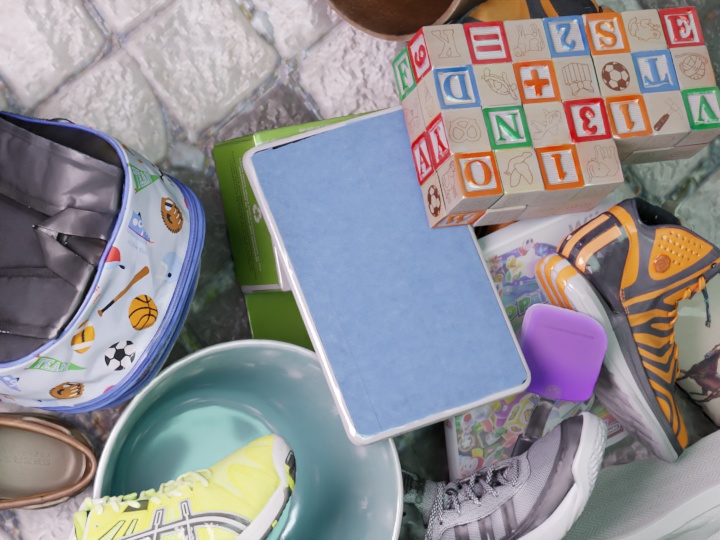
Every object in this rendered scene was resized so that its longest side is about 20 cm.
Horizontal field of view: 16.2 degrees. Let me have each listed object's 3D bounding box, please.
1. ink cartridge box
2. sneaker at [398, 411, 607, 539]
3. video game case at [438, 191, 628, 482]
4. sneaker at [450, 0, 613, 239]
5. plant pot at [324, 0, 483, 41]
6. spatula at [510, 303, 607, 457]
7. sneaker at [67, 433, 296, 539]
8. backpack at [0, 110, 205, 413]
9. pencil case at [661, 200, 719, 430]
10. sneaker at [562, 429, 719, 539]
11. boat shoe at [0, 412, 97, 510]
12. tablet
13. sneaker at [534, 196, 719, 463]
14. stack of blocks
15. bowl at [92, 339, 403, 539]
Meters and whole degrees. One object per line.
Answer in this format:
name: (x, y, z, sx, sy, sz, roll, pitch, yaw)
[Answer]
ink cartridge box: (0.000, 0.000, 1.657, 0.147, 0.076, 0.201, -12, 92, -25)
sneaker: (0.067, 0.149, 1.644, 0.114, 0.076, 0.200, 33, 118, -12)
video game case: (0.115, 0.055, 1.691, 0.143, 0.018, 0.201, -24, 126, -23)
sneaker: (0.089, -0.106, 1.703, 0.112, 0.078, 0.201, 24, 77, -12)
plant pot: (0.077, -0.266, 1.660, 0.199, 0.186, 0.188, -23, 98, -38)
spatula: (0.116, 0.103, 1.664, 0.056, 0.201, 0.021, 13, 43, 0)
sneaker: (-0.122, 0.156, 1.485, 0.200, 0.075, 0.077, -39, 103, -16)
backpack: (-0.184, 0.002, 1.510, 0.154, 0.190, 0.201, 25, 78, -38)
pencil case: (0.252, 0.049, 1.772, 0.089, 0.078, 0.200, -45, 107, -4)
sneaker: (0.217, 0.184, 1.753, 0.199, 0.074, 0.116, -19, 130, 1)
boat shoe: (-0.253, 0.113, 1.538, 0.199, 0.072, 0.076, -2, 89, -25)
tablet: (0.017, 0.000, 1.586, 0.129, 0.014, 0.201, -17, 79, -21)
sneaker: (0.200, 0.035, 1.678, 0.112, 0.078, 0.200, -39, 131, -11)
stack of blocks: (0.131, -0.099, 1.620, 0.199, 0.059, 0.116, -7, 74, -23)
bowl: (-0.083, 0.142, 1.594, 0.200, 0.105, 0.202, 0, 91, -19)
